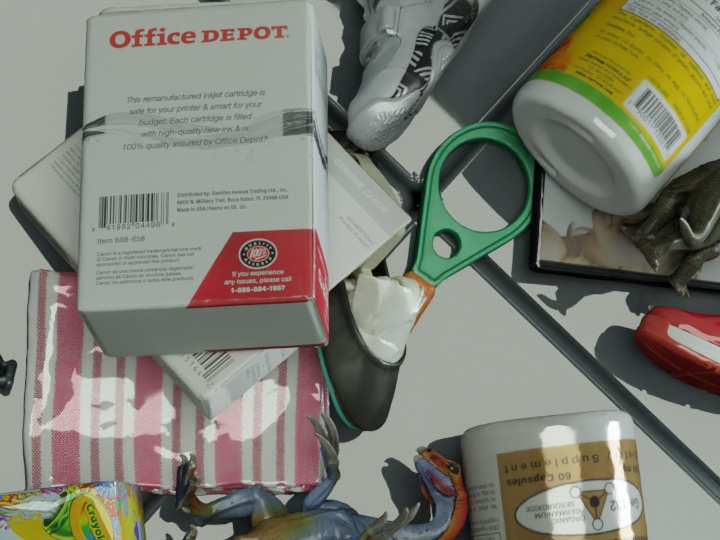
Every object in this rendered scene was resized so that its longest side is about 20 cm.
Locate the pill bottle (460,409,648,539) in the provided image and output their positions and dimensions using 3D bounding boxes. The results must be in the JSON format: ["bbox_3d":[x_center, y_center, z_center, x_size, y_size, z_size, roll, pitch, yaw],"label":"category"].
[{"bbox_3d":[0.130,0.195,1.591,0.113,0.114,0.202,-5,83,-11],"label":"pill bottle"}]

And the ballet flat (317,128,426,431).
[{"bbox_3d":[0.000,0.000,1.598,0.068,0.068,0.202,6,66,-52],"label":"ballet flat"}]

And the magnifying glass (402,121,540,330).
[{"bbox_3d":[0.052,-0.010,1.655,0.079,0.022,0.201,34,76,-4],"label":"magnifying glass"}]

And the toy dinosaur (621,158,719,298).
[{"bbox_3d":[0.224,-0.040,1.606,0.102,0.200,0.077,-41,67,7],"label":"toy dinosaur"}]

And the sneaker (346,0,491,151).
[{"bbox_3d":[0.014,-0.171,1.628,0.115,0.075,0.200,33,56,0],"label":"sneaker"}]

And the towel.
[{"bbox_3d":[-0.118,0.071,1.608,0.198,0.030,0.148,1,81,-10],"label":"towel"}]

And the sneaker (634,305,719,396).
[{"bbox_3d":[0.283,0.033,1.662,0.199,0.078,0.116,22,80,-19],"label":"sneaker"}]

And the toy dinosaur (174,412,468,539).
[{"bbox_3d":[-0.029,0.161,1.579,0.180,0.200,0.106,10,51,-22],"label":"toy dinosaur"}]

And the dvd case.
[{"bbox_3d":[0.213,-0.059,1.681,0.198,0.018,0.144,7,81,-15],"label":"dvd case"}]

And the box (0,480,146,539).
[{"bbox_3d":[-0.221,0.239,1.502,0.191,0.122,0.202,-7,83,2],"label":"box"}]

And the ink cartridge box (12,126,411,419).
[{"bbox_3d":[-0.094,-0.035,1.585,0.176,0.045,0.200,-40,70,-11],"label":"ink cartridge box"}]

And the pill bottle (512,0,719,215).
[{"bbox_3d":[0.200,-0.142,1.622,0.111,0.111,0.200,43,72,-2],"label":"pill bottle"}]

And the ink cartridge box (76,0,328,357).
[{"bbox_3d":[-0.094,-0.057,1.525,0.143,0.084,0.202,-3,68,6],"label":"ink cartridge box"}]

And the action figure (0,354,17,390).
[{"bbox_3d":[-0.316,0.022,1.546,0.198,0.105,0.195,-7,74,-13],"label":"action figure"}]
